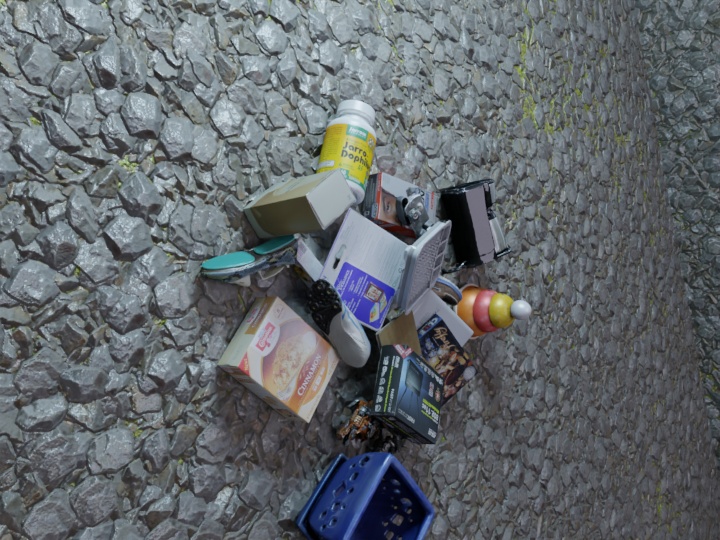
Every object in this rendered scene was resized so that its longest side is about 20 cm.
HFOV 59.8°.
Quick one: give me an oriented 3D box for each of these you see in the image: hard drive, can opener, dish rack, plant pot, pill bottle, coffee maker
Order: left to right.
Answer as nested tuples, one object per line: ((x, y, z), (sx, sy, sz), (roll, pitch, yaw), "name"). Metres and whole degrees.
((-0.027, -0.250, 1.324), (0.112, 0.112, 0.202), (26, 69, -40), "pill bottle")
((0.002, 0.491, 1.246), (0.201, 0.179, 0.201), (55, 53, -25), "plant pot")
((0.136, -0.094, 1.436), (0.053, 0.067, 0.201), (-46, 135, -19), "can opener")
((0.132, -0.014, 1.357), (0.200, 0.043, 0.173), (-41, 148, -54), "dish rack")
((0.175, 0.143, 1.513), (0.132, 0.026, 0.200), (-48, 124, -1), "hard drive")
((0.280, -0.117, 1.603), (0.191, 0.134, 0.202), (-27, 105, -42), "coffee maker")

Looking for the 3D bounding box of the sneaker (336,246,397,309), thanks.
((0.009, 0.020, 1.380), (0.088, 0.075, 0.201), (-43, 114, -20), "sneaker")

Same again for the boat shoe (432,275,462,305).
((0.166, 0.044, 1.529), (0.199, 0.072, 0.073), (33, 69, -27), "boat shoe")

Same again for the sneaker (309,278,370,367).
((-0.042, 0.100, 1.234), (0.201, 0.071, 0.073), (62, 13, -20), "sneaker")

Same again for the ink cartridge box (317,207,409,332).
((0.000, 0.000, 1.296), (0.199, 0.043, 0.200), (30, 81, -36), "ink cartridge box")

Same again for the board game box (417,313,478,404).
((0.185, 0.220, 1.507), (0.135, 0.035, 0.201), (-41, 119, -6), "board game box")

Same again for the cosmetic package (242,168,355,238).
((-0.116, -0.122, 1.164), (0.105, 0.199, 0.072), (-46, 117, -37), "cosmetic package")

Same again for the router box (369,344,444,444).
((0.104, 0.264, 1.321), (0.200, 0.062, 0.151), (43, 51, -45), "router box")

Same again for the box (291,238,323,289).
((-0.089, 0.019, 1.292), (0.200, 0.038, 0.042), (53, 56, -28), "box")

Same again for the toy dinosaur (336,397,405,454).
((0.037, 0.329, 1.362), (0.199, 0.102, 0.137), (-27, 89, -20), "toy dinosaur")

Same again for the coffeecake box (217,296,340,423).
((-0.149, 0.170, 1.197), (0.200, 0.073, 0.154), (46, 57, -31), "coffeecake box")

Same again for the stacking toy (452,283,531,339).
((0.351, 0.104, 1.607), (0.145, 0.199, 0.148), (4, 84, -44), "stacking toy")

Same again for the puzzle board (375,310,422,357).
((0.093, 0.202, 1.388), (0.150, 0.017, 0.202), (-32, 113, -52), "puzzle board")

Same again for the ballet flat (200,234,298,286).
((-0.198, -0.007, 1.162), (0.199, 0.074, 0.075), (-21, 101, -29), "ballet flat")

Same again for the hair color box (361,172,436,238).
((0.093, -0.148, 1.470), (0.199, 0.064, 0.112), (12, 80, -42), "hair color box")
